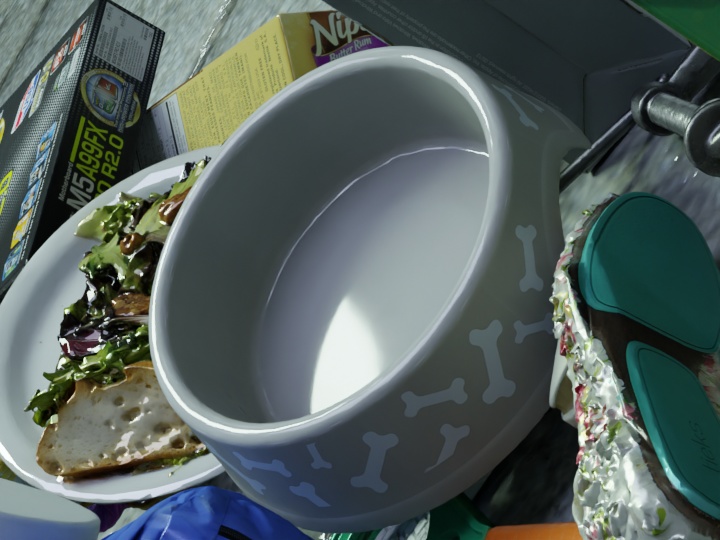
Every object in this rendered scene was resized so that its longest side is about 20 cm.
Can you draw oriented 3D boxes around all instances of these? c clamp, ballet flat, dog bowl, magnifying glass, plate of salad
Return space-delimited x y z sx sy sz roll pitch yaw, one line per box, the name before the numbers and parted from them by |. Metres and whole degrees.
c clamp | 0.142 -0.074 0.908 0.171 0.027 0.200 -48 7 -1
ballet flat | 0.091 0.045 0.815 0.064 0.076 0.200 -56 16 29
dog bowl | 0.000 0.000 0.933 0.200 0.059 0.200 -23 49 28
magnifying glass | 0.041 0.110 0.899 0.200 0.022 0.080 -16 47 60
plate of salad | -0.086 0.013 1.053 0.200 0.048 0.200 -16 46 18

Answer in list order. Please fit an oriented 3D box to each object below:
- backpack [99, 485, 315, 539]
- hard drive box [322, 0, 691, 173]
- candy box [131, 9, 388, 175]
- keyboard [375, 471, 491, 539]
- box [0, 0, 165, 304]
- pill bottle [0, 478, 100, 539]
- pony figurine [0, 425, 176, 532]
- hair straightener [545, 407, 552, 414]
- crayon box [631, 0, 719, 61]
backpack | -0.052 0.179 0.836 0.168 0.163 0.200 -34 18 39
hard drive box | 0.050 -0.150 1.080 0.077 0.156 0.200 -51 21 18
candy box | -0.036 -0.077 1.230 0.200 0.117 0.057 -26 75 56
keyboard | 0.024 0.100 0.981 0.200 0.011 0.056 -56 20 6
box | -0.176 -0.026 1.250 0.160 0.044 0.200 -40 30 41
pill bottle | -0.171 0.184 0.945 0.114 0.114 0.200 -162 87 -70
pony figurine | -0.175 0.131 1.179 0.193 0.200 0.167 -46 63 17
hair straightener | 0.028 0.035 0.983 0.200 0.041 0.077 -18 46 56
crayon box | 0.131 -0.095 0.733 0.058 0.200 0.119 -52 20 17
